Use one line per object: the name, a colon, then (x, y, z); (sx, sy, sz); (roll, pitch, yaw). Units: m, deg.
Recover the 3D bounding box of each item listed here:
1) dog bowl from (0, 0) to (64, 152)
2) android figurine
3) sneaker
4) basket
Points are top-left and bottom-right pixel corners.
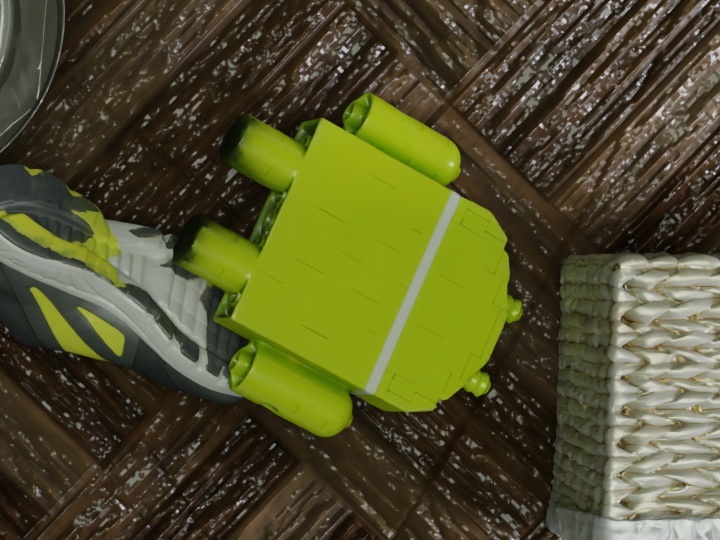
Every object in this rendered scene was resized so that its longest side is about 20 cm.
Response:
dog bowl: (-0.254, -0.132, 1.509); (0.199, 0.059, 0.201); (0, 86, 2)
android figurine: (0.000, 0.000, 1.532); (0.199, 0.041, 0.183); (27, 78, -21)
sneaker: (-0.142, 0.014, 1.537); (0.200, 0.085, 0.075); (35, 46, -20)
basket: (0.205, 0.070, 1.491); (0.197, 0.200, 0.162); (-1, 91, -4)
